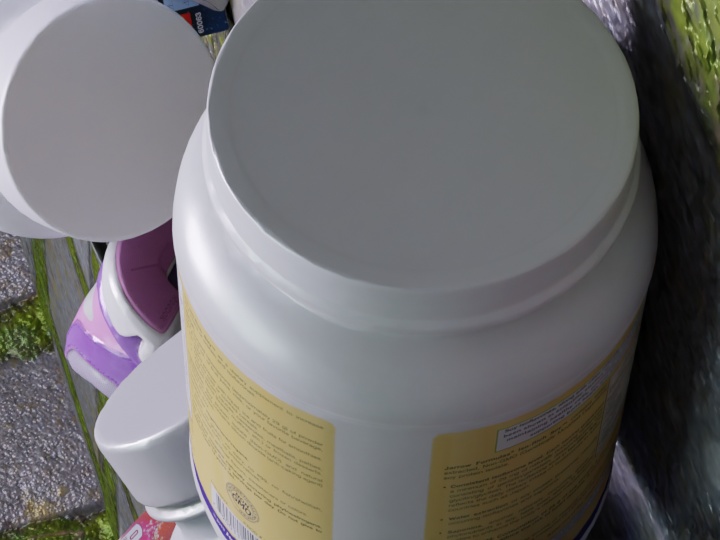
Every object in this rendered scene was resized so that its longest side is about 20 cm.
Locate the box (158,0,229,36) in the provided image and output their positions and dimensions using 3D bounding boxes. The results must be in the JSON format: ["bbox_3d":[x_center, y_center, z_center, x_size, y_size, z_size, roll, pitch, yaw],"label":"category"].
[{"bbox_3d":[-0.126,-0.223,1.424,0.200,0.037,0.137,-127,24,-61],"label":"box"}]

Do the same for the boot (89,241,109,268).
[{"bbox_3d":[-0.048,0.007,1.131,0.068,0.130,0.201,120,133,-73],"label":"boot"}]

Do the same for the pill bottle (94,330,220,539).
[{"bbox_3d":[-0.008,0.112,0.973,0.200,0.114,0.114,55,175,-19],"label":"pill bottle"}]

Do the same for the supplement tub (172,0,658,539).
[{"bbox_3d":[0.015,0.010,0.796,0.200,0.145,0.146,93,158,-56],"label":"supplement tub"}]

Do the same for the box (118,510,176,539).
[{"bbox_3d":[-0.023,0.167,1.172,0.100,0.096,0.200,41,-175,-36],"label":"box"}]

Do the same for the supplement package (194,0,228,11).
[{"bbox_3d":[-0.134,-0.200,0.946,0.155,0.111,0.200,29,-179,36],"label":"supplement package"}]

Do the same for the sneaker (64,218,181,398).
[{"bbox_3d":[-0.042,0.059,1.068,0.088,0.200,0.081,-35,23,43],"label":"sneaker"}]

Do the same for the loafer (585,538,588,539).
[{"bbox_3d":[0.074,0.166,0.913,0.070,0.070,0.201,0,116,61],"label":"loafer"}]

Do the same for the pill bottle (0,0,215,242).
[{"bbox_3d":[-0.140,-0.077,1.041,0.200,0.115,0.116,23,129,58],"label":"pill bottle"}]
